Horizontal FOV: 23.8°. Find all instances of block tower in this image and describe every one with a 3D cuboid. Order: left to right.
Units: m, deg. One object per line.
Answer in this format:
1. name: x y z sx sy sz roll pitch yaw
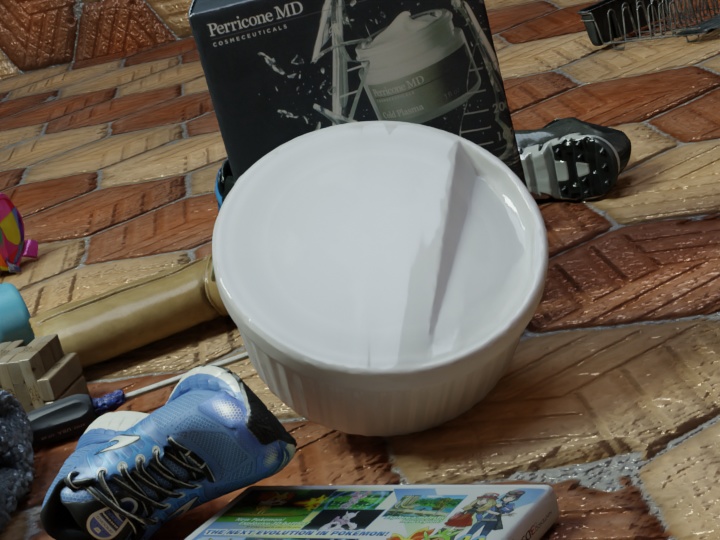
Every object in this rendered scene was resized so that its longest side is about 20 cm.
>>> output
1. block tower: -0.308 0.094 1.285 0.199 0.054 0.058 -10 15 18

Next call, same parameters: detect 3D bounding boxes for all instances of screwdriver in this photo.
1. screwdriver: -0.152 0.081 1.210 0.199 0.029 0.028 -23 16 -8

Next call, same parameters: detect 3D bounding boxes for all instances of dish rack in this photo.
1. dish rack: 0.378 -0.310 2.029 0.153 0.055 0.199 -28 20 -35

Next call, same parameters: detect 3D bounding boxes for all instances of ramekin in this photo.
1. ramekin: 0.013 0.011 1.045 0.201 0.094 0.203 -1 50 1

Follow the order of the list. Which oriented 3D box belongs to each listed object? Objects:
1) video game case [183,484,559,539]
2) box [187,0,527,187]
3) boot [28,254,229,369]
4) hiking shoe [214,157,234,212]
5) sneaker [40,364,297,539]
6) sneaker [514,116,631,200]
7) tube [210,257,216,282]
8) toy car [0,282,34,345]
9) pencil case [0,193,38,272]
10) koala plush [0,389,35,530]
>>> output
1. video game case: -0.026 0.156 0.848 0.199 0.022 0.182 -6 18 35
2. box: 0.000 -0.119 1.206 0.199 0.198 0.124 -15 15 1
3. boot: -0.153 0.036 1.332 0.199 0.066 0.175 -19 6 -12
4. hiking shoe: -0.100 -0.072 1.598 0.074 0.087 0.200 -18 15 -8
5. sneaker: -0.113 0.118 0.957 0.200 0.079 0.089 -28 18 46
6. sneaker: 0.149 -0.096 1.488 0.199 0.067 0.090 0 18 34
7. tube: 0.000 0.000 1.148 0.199 0.058 0.052 9 24 -2
8. toy car: -0.402 -0.002 1.439 0.184 0.201 0.177 -21 16 -22
9. pencil case: -0.445 -0.020 1.778 0.199 0.089 0.088 -10 16 11
10. koala plush: -0.308 0.067 1.101 0.176 0.201 0.184 -12 15 15
